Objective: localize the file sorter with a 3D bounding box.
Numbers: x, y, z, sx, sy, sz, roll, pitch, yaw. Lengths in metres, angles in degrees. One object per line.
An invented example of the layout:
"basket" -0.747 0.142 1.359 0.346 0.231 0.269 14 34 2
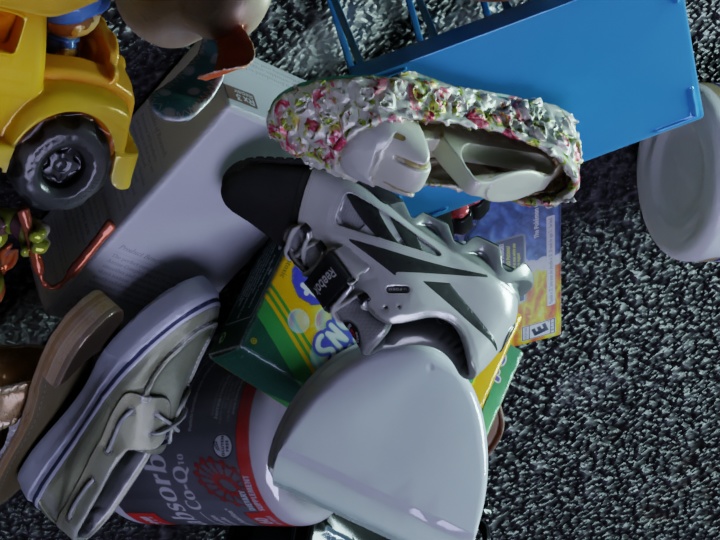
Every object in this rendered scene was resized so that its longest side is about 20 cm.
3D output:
"file sorter" 0.088 -0.144 1.571 0.199 0.123 0.139 -20 141 0

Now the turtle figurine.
"turtle figurine" -0.263 -0.022 1.603 0.199 0.065 0.161 -27 133 25

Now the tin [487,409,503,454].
"tin" 0.036 0.080 1.791 0.111 0.042 0.200 -15 140 1

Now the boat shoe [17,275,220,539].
"boat shoe" -0.142 0.089 1.649 0.200 0.062 0.072 -52 162 26

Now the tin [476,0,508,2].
"tin" 0.046 -0.240 1.448 0.112 0.042 0.200 -21 119 27

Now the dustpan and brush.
"dustpan and brush" 0.034 0.068 1.605 0.139 0.201 0.057 25 167 -9

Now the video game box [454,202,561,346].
"video game box" 0.047 -0.009 1.769 0.181 0.047 0.200 -13 140 -6

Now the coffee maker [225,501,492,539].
"coffee maker" -0.001 0.234 1.951 0.200 0.193 0.135 32 121 -27

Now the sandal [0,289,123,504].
"sandal" -0.215 0.065 1.655 0.078 0.070 0.212 -40 169 -41

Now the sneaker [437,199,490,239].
"sneaker" 0.081 -0.100 1.663 0.200 0.087 0.074 -35 150 -21

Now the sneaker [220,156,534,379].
"sneaker" 0.000 0.000 1.557 0.199 0.089 0.074 24 153 1

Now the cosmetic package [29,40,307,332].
"cosmetic package" -0.113 -0.045 1.637 0.101 0.074 0.200 22 123 -39

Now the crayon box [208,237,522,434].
"crayon box" 0.018 0.050 1.653 0.200 0.126 0.052 34 156 -20

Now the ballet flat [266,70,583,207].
"ballet flat" 0.045 -0.072 1.489 0.199 0.064 0.076 2 136 -24

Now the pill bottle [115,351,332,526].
"pill bottle" -0.110 0.112 1.727 0.199 0.116 0.116 -3 152 34

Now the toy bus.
"toy bus" -0.207 -0.148 1.451 0.199 0.136 0.193 7 118 -32

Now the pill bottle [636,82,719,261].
"pill bottle" 0.299 -0.067 1.754 0.199 0.120 0.120 -1 137 -23

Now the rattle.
"rattle" -0.057 -0.145 1.442 0.130 0.200 0.143 -37 137 11
